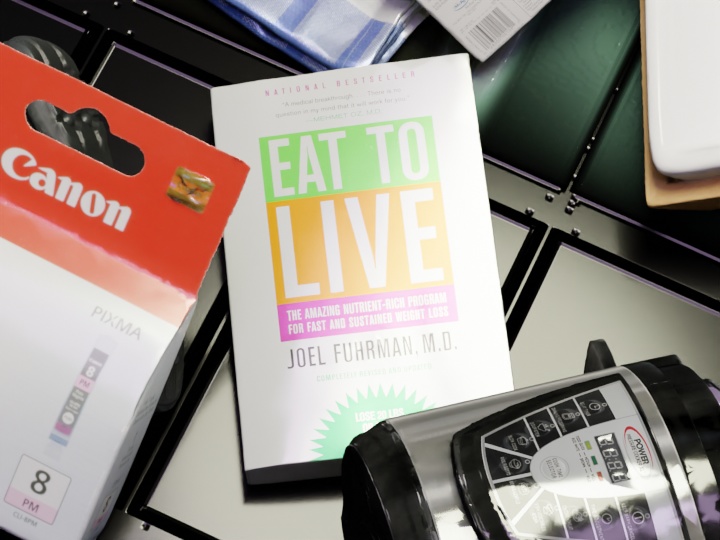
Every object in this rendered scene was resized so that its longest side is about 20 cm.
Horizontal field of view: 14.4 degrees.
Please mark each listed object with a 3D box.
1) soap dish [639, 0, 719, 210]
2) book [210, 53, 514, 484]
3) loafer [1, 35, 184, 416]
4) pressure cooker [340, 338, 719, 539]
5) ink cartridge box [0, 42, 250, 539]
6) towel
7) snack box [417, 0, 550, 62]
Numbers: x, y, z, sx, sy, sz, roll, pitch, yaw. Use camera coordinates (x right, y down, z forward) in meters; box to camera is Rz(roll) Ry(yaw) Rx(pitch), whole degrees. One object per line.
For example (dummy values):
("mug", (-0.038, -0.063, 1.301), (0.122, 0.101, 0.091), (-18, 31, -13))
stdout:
("soap dish", (0.220, -0.126, 1.416), (0.157, 0.081, 0.200), (-9, 65, 22))
("book", (0.000, 0.000, 1.397), (0.133, 0.048, 0.200), (-6, 69, -2))
("loafer", (-0.145, -0.016, 1.385), (0.070, 0.068, 0.201), (-29, 76, 24))
("pressure cooker", (0.103, 0.130, 1.276), (0.200, 0.179, 0.176), (-11, 103, -9))
("ink cartridge box", (-0.163, 0.011, 1.318), (0.162, 0.057, 0.200), (26, 110, 8))
("towel", (-0.001, -0.199, 1.489), (0.147, 0.024, 0.200), (34, 69, 11))
("snack box", (0.108, -0.195, 1.415), (0.200, 0.024, 0.072), (-42, 108, 18))
